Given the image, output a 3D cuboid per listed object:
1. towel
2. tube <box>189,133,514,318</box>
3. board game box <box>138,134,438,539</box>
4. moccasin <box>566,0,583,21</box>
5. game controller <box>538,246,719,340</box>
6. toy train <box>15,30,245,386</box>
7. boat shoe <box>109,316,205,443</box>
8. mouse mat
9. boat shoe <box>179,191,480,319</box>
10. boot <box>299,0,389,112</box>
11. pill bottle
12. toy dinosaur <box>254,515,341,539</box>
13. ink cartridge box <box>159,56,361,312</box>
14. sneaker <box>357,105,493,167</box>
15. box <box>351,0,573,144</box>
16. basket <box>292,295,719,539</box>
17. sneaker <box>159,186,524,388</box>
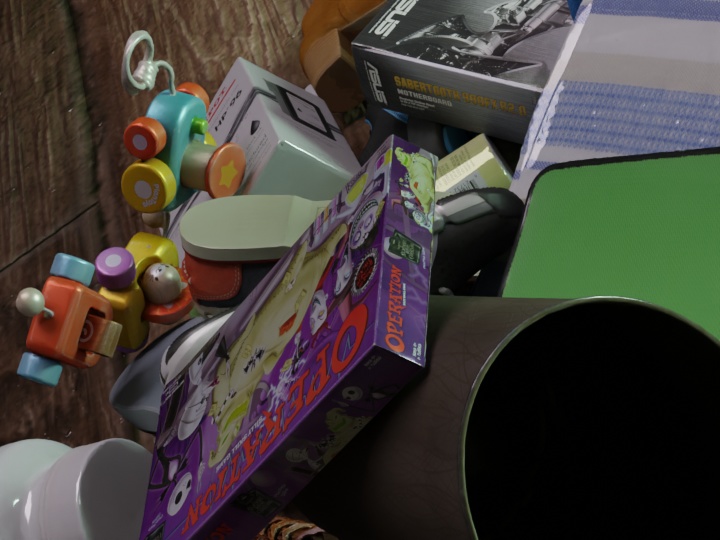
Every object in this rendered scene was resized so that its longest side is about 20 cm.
[{"bbox_3d":[0.130,-0.047,1.264,0.146,0.024,0.201,9,74,50],"label":"towel"},{"bbox_3d":[0.001,-0.002,1.440,0.199,0.052,0.058,-34,27,6],"label":"tube"},{"bbox_3d":[-0.033,0.047,1.082,0.200,0.032,0.121,-47,30,39],"label":"board game box"},{"bbox_3d":[0.208,-0.166,1.367,0.199,0.081,0.068,4,30,23],"label":"moccasin"},{"bbox_3d":[0.119,0.051,1.171,0.199,0.042,0.105,-17,66,38],"label":"game controller"},{"bbox_3d":[-0.118,-0.021,1.409,0.055,0.150,0.201,16,79,17],"label":"toy train"},{"bbox_3d":[-0.076,0.076,1.387,0.074,0.068,0.199,-45,19,-15],"label":"boat shoe"},{"bbox_3d":[0.114,0.036,1.158,0.160,0.008,0.201,-3,63,45],"label":"mouse mat"},{"bbox_3d":[0.000,0.000,1.385,0.198,0.063,0.071,1,36,12],"label":"boat shoe"},{"bbox_3d":[0.037,-0.196,1.710,0.201,0.071,0.144,-36,27,16],"label":"boot"},{"bbox_3d":[-0.192,0.153,1.357,0.199,0.111,0.111,-20,29,33],"label":"pill bottle"},{"bbox_3d":[-0.023,0.164,1.170,0.135,0.103,0.200,-25,4,-9],"label":"toy dinosaur"},{"bbox_3d":[-0.066,-0.050,1.551,0.116,0.068,0.200,-59,21,13],"label":"ink cartridge box"},{"bbox_3d":[0.039,-0.114,1.563,0.082,0.073,0.200,-26,26,27],"label":"sneaker"},{"bbox_3d":[0.113,-0.156,1.481,0.158,0.049,0.200,16,50,33],"label":"box"},{"bbox_3d":[0.056,0.075,1.069,0.136,0.180,0.200,-56,29,-13],"label":"basket"},{"bbox_3d":[0.011,0.049,1.261,0.199,0.116,0.075,-28,-16,-1],"label":"sneaker"}]
